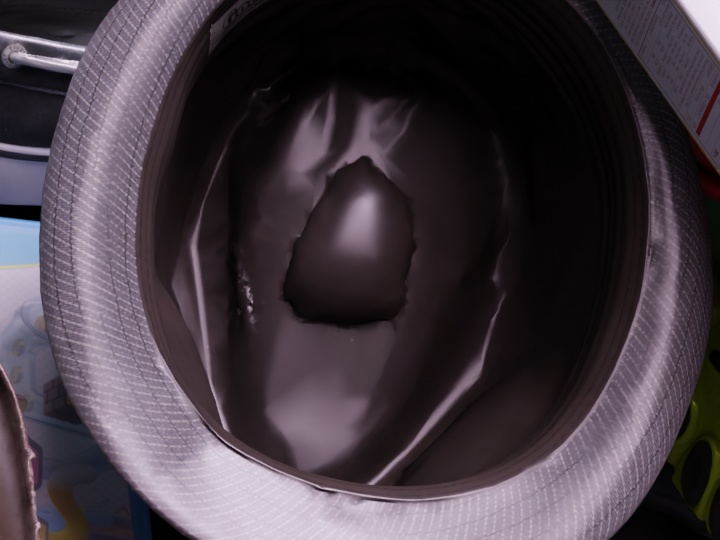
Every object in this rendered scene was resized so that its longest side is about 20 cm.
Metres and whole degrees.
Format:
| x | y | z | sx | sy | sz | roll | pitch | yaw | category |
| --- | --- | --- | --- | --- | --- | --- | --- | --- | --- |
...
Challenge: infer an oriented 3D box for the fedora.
| x | y | z | sx | sy | sz | roll | pitch | yaw | category |
| --- | --- | --- | --- | --- | --- | --- | --- | --- | --- |
| 0.000 | 0.000 | 0.792 | 0.177 | 0.090 | 0.200 | 7 | 71 | -10 | fedora |

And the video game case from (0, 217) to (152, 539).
| x | y | z | sx | sy | sz | roll | pitch | yaw | category |
| --- | --- | --- | --- | --- | --- | --- | --- | --- | --- |
| -0.124 | 0.056 | 0.757 | 0.143 | 0.018 | 0.200 | 6 | 43 | -17 | video game case |

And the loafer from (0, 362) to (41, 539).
| x | y | z | sx | sy | sz | roll | pitch | yaw | category |
| --- | --- | --- | --- | --- | --- | --- | --- | --- | --- |
| -0.100 | 0.073 | 0.681 | 0.073 | 0.071 | 0.200 | 6 | 44 | -18 | loafer |

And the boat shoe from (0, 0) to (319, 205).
| x | y | z | sx | sy | sz | roll | pitch | yaw | category |
| --- | --- | --- | --- | --- | --- | --- | --- | --- | --- |
| -0.031 | -0.065 | 0.877 | 0.199 | 0.068 | 0.074 | -1 | 37 | -17 | boat shoe |

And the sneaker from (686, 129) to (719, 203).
| x | y | z | sx | sy | sz | roll | pitch | yaw | category |
| --- | --- | --- | --- | --- | --- | --- | --- | --- | --- |
| 0.137 | 0.001 | 0.800 | 0.115 | 0.078 | 0.200 | 17 | 24 | -18 | sneaker |

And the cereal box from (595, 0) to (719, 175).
| x | y | z | sx | sy | sz | roll | pitch | yaw | category |
| --- | --- | --- | --- | --- | --- | --- | --- | --- | --- |
| 0.131 | -0.093 | 0.783 | 0.144 | 0.040 | 0.200 | -23 | 66 | -23 | cereal box |

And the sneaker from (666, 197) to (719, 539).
| x | y | z | sx | sy | sz | roll | pitch | yaw | category |
| --- | --- | --- | --- | --- | --- | --- | --- | --- | --- |
| 0.111 | 0.017 | 0.876 | 0.084 | 0.074 | 0.200 | 14 | 38 | -41 | sneaker |
